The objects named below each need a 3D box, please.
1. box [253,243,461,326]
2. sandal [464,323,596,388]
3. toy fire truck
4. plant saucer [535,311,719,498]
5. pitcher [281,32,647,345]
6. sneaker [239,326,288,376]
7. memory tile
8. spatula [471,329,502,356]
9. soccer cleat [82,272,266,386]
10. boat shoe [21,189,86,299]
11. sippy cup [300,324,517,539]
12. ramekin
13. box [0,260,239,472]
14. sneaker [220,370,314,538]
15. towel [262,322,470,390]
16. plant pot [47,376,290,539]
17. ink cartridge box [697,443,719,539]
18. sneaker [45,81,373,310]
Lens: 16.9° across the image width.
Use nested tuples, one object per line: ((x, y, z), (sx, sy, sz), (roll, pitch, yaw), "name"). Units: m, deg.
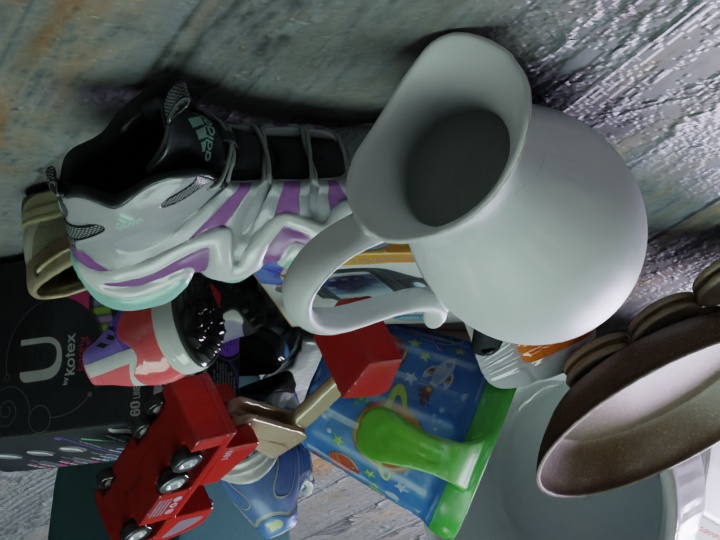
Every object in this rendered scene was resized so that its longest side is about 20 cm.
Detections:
((0.000, 0.000, 1.540), (0.118, 0.042, 0.200), (-2, 163, 9), "box")
((0.094, -0.001, 1.512), (0.079, 0.060, 0.207), (-17, 142, 6), "sandal")
((-0.073, 0.099, 1.514), (0.140, 0.049, 0.200), (-11, 151, -35), "toy fire truck")
((0.196, 0.081, 1.573), (0.199, 0.037, 0.201), (-21, 155, -11), "plant saucer")
((0.055, -0.017, 1.251), (0.171, 0.121, 0.200), (-43, 151, 9), "pitcher")
((-0.150, 0.075, 1.749), (0.198, 0.083, 0.073), (-2, 162, 4), "sneaker")
((0.226, 0.042, 1.593), (0.153, 0.017, 0.200), (-34, 156, 18), "memory tile")
((0.084, -0.007, 1.435), (0.056, 0.021, 0.201), (-5, 142, -9), "spatula")
((-0.110, 0.025, 1.475), (0.073, 0.069, 0.200), (-19, -172, 15), "soccer cleat")
((-0.119, -0.023, 1.403), (0.199, 0.066, 0.072), (-11, 162, 36), "boat shoe")
((0.029, 0.095, 1.638), (0.129, 0.140, 0.178), (23, 154, 4), "sippy cup")
((0.152, 0.158, 1.746), (0.199, 0.202, 0.097), (-8, 180, 30), "ramekin")
((-0.189, 0.060, 1.611), (0.199, 0.123, 0.106), (-9, 163, 30), "box")
((-0.072, 0.126, 1.694), (0.075, 0.078, 0.200), (-22, -168, 9), "sneaker")
((0.032, 0.067, 1.811), (0.189, 0.033, 0.200), (3, 166, -10), "towel")
((-0.143, 0.160, 1.839), (0.141, 0.202, 0.141), (-10, 163, 37), "plant pot")
((0.198, 0.155, 1.866), (0.198, 0.086, 0.145), (-2, 164, 28), "ink cartridge box")
((-0.066, -0.057, 1.261), (0.198, 0.078, 0.140), (-21, 144, -3), "sneaker")
